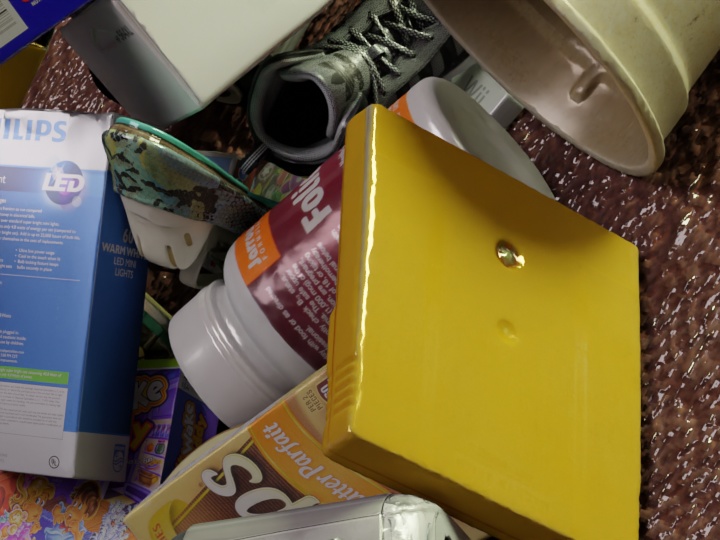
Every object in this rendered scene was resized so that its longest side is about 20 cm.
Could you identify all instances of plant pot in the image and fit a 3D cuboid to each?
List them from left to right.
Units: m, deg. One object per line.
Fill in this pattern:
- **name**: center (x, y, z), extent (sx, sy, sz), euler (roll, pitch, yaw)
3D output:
- **plant pot**: center (0.143, -0.182, 1.459), extent (0.183, 0.200, 0.200), euler (-45, 34, -9)

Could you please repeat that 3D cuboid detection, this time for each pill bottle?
- **pill bottle**: center (0.000, 0.000, 1.506), extent (0.200, 0.114, 0.114), euler (-40, 37, 17)

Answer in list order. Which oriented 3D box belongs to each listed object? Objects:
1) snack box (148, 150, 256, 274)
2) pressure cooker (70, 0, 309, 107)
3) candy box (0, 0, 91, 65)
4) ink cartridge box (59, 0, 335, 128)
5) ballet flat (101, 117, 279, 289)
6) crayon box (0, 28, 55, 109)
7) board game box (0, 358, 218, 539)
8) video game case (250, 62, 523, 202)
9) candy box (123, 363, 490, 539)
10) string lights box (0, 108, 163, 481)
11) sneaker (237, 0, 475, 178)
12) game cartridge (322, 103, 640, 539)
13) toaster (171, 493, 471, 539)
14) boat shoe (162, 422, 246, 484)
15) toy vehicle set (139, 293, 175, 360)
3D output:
- **snack box**: center (-0.157, -0.041, 1.690), extent (0.200, 0.024, 0.072), euler (7, 72, 35)
- **pressure cooker**: center (-0.106, -0.194, 1.741), extent (0.179, 0.176, 0.200), euler (20, 77, 52)
- **candy box**: center (-0.179, -0.198, 1.556), extent (0.169, 0.077, 0.200), euler (-36, 20, -2)
- **ink cartridge box**: center (-0.057, -0.172, 1.577), extent (0.200, 0.084, 0.146), euler (-41, 8, -15)
- **ballet flat**: center (-0.088, -0.026, 1.545), extent (0.074, 0.200, 0.074), euler (-8, 73, 25)
- **crayon box**: center (-0.247, -0.121, 1.715), extent (0.200, 0.051, 0.127), euler (-61, 30, 27)
- **board game box**: center (-0.181, 0.124, 1.614), extent (0.200, 0.045, 0.135), euler (-4, 66, 32)
- **video game case**: center (-0.003, -0.055, 1.641), extent (0.200, 0.018, 0.143), euler (-48, 35, 7)
- **candy box**: center (-0.007, 0.111, 1.415), extent (0.200, 0.115, 0.055), euler (-37, 0, 21)
- **string lights box**: center (-0.176, 0.012, 1.558), extent (0.103, 0.059, 0.200), euler (5, 86, 27)
- **sneaker**: center (0.010, -0.120, 1.562), extent (0.200, 0.075, 0.114), euler (-45, -4, 19)
- **game cartridge**: center (0.061, 0.036, 1.353), extent (0.032, 0.176, 0.200), euler (-37, 36, 41)
- **toaster**: center (0.001, 0.185, 1.306), extent (0.129, 0.200, 0.114), euler (-15, 51, 19)
- **boat shoe**: center (-0.032, 0.114, 1.482), extent (0.200, 0.073, 0.063), euler (-33, 43, 23)
- **toy vehicle set**: center (-0.188, 0.045, 1.703), extent (0.124, 0.027, 0.200), euler (-52, 51, 1)
